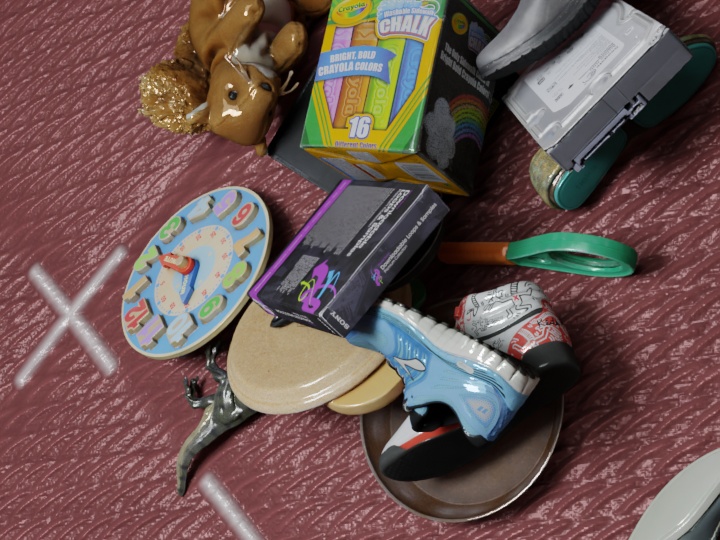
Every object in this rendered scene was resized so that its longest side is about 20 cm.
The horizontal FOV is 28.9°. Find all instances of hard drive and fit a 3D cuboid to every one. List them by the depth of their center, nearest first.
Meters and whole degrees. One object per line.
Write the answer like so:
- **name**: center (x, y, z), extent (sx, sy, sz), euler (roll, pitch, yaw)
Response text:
- **hard drive**: center (0.196, -0.166, 1.199), extent (0.140, 0.038, 0.200), euler (-46, 18, 12)

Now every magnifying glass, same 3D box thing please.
- **magnifying glass**: center (0.152, -0.013, 1.230), extent (0.200, 0.080, 0.022), euler (4, 76, 43)

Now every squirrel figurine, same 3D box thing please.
- **squirrel figurine**: center (-0.132, -0.199, 1.421), extent (0.200, 0.141, 0.187), euler (-28, 52, 41)

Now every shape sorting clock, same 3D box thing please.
- **shape sorting clock**: center (-0.169, -0.001, 1.414), extent (0.200, 0.039, 0.200), euler (-27, 46, 31)

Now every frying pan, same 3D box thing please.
- **frying pan**: center (0.008, 0.005, 1.250), extent (0.190, 0.031, 0.115), euler (-49, 31, -1)

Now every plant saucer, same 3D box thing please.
- **plant saucer**: center (0.093, 0.124, 1.238), extent (0.200, 0.034, 0.201), euler (-10, 70, 29)

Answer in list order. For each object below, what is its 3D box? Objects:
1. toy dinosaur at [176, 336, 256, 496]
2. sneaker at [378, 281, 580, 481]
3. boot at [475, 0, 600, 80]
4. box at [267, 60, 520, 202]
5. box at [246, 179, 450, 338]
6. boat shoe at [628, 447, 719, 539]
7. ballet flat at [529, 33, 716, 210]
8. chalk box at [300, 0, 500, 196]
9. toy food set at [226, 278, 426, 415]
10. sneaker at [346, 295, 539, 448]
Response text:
- **toy dinosaur**: center (-0.137, 0.125, 1.375), extent (0.200, 0.047, 0.088), euler (-44, 63, 16)
- **sneaker**: center (0.090, 0.092, 1.195), extent (0.201, 0.067, 0.108), euler (-37, 47, 23)
- **boot**: center (0.154, -0.269, 1.214), extent (0.200, 0.070, 0.132), euler (-39, 83, 17)
- **box**: center (0.028, -0.150, 1.361), extent (0.200, 0.047, 0.193), euler (34, 92, 35)
- **box**: center (-0.016, -0.015, 1.217), extent (0.143, 0.036, 0.200), euler (-50, 18, -10)
- **boat shoe**: center (0.248, 0.230, 1.103), extent (0.062, 0.073, 0.200), euler (38, 88, -8)
- **ballet flat**: center (0.224, -0.141, 1.230), extent (0.200, 0.071, 0.071), euler (-47, 56, 10)
- **chalk box**: center (0.044, -0.183, 1.261), extent (0.124, 0.125, 0.201), euler (6, 77, 31)
- **toy food set**: center (-0.033, 0.056, 1.292), extent (0.199, 0.049, 0.198), euler (-14, 41, 26)
- **sneaker**: center (0.048, 0.083, 1.135), extent (0.200, 0.078, 0.090), euler (25, 89, 48)
